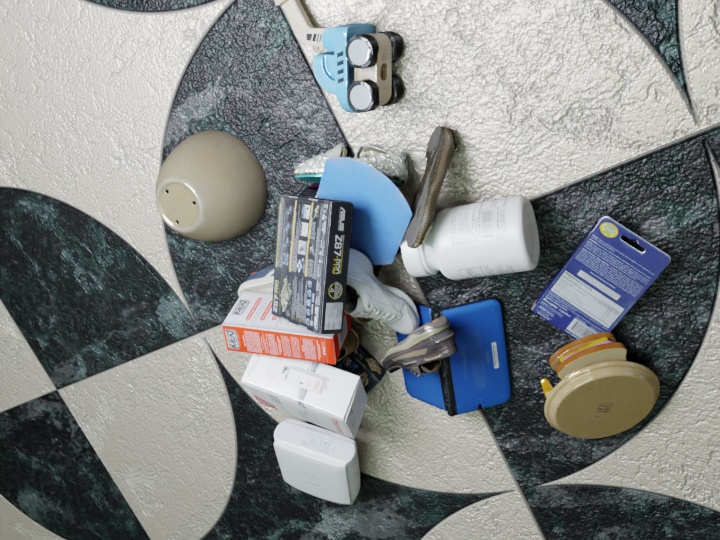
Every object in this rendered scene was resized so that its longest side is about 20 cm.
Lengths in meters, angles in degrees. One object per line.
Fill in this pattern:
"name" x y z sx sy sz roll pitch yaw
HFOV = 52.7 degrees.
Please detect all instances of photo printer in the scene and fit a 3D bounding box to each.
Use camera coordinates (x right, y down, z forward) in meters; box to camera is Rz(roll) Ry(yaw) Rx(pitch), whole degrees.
"photo printer" -0.081 0.385 1.433 0.165 0.070 0.201 15 141 16

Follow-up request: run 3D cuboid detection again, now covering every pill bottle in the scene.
"pill bottle" 0.170 -0.046 1.138 0.198 0.114 0.115 -8 109 26

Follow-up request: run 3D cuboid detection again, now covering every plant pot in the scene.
"plant pot" -0.283 -0.134 1.286 0.198 0.135 0.202 9 116 19

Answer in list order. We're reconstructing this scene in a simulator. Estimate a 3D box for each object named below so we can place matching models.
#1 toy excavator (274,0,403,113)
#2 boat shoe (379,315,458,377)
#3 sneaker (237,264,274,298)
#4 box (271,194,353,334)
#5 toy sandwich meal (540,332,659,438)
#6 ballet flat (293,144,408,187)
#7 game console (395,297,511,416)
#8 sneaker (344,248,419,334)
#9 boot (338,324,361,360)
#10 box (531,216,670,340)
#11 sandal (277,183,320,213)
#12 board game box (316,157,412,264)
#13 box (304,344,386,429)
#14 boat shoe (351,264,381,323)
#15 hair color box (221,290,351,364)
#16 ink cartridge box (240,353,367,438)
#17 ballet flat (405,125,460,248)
"toy excavator" -0.043 -0.345 1.118 0.198 0.100 0.196 11 115 28
"boat shoe" 0.095 0.143 1.208 0.074 0.074 0.200 61 151 11
"sneaker" -0.122 0.016 1.311 0.198 0.085 0.075 -4 123 19
"box" -0.080 -0.014 1.140 0.161 0.049 0.202 12 100 53
"toy sandwich meal" 0.379 0.191 1.170 0.203 0.071 0.206 -3 132 -3
"ballet flat" -0.012 -0.175 1.199 0.198 0.072 0.072 6 114 19
"game console" 0.160 0.139 1.281 0.169 0.118 0.202 -12 110 -5
"sneaker" 0.016 0.056 1.197 0.200 0.100 0.075 41 136 -23
"boot" -0.103 0.125 1.303 0.198 0.075 0.074 1 112 22
"box" 0.371 0.018 1.125 0.121 0.032 0.201 34 124 6
"sandal" -0.046 -0.124 1.225 0.198 0.075 0.048 -5 112 15
"board game box" 0.008 -0.099 1.152 0.157 0.039 0.201 31 141 10
"box" -0.084 0.187 1.390 0.198 0.050 0.200 44 121 0
"boat shoe" 0.000 -0.001 1.256 0.067 0.072 0.202 -3 112 23
"hair color box" -0.125 0.095 1.249 0.198 0.102 0.062 6 127 15
"ink cartridge box" -0.094 0.215 1.294 0.198 0.083 0.147 17 158 14
"ballet flat" 0.113 -0.126 1.114 0.046 0.202 0.067 20 165 -17
